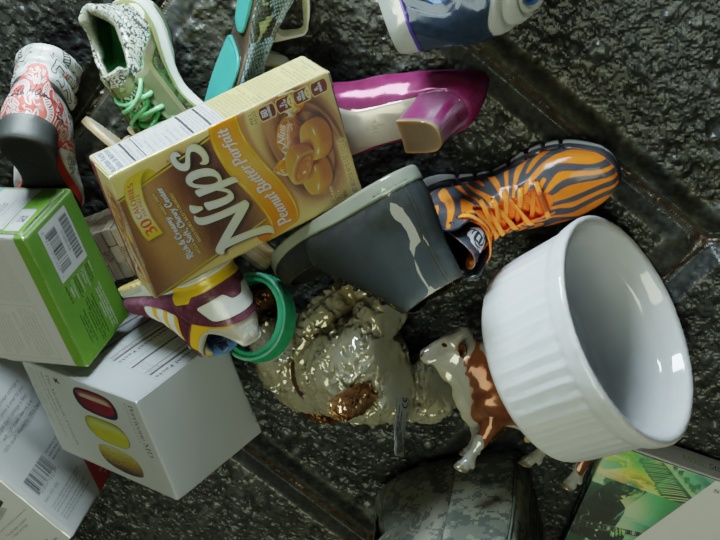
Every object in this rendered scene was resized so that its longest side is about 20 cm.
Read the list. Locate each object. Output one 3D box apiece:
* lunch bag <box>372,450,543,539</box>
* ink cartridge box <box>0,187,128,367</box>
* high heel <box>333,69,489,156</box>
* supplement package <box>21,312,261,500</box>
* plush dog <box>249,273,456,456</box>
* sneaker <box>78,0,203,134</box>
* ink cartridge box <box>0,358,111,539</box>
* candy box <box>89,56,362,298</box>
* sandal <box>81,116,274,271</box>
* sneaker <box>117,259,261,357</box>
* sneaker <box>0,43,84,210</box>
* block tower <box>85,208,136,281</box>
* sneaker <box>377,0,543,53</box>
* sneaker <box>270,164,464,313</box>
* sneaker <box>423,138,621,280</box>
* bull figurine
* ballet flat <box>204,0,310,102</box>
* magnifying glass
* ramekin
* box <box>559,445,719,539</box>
[{"bbox_3d":[0.082,0.273,1.397,0.166,0.201,0.141,-7,116,14],"label":"lunch bag"},{"bbox_3d":[-0.333,0.003,1.344,0.198,0.076,0.149,3,129,31],"label":"ink cartridge box"},{"bbox_3d":[0.011,-0.146,1.263,0.198,0.096,0.068,4,127,37],"label":"high heel"},{"bbox_3d":[-0.207,0.116,1.375,0.199,0.109,0.115,11,129,47],"label":"supplement package"},{"bbox_3d":[-0.029,0.087,1.357,0.170,0.161,0.201,-3,123,43],"label":"plush dog"},{"bbox_3d":[-0.185,-0.143,1.233,0.077,0.088,0.201,-34,77,24],"label":"sneaker"},{"bbox_3d":[-0.357,0.177,1.481,0.200,0.147,0.083,43,123,-11],"label":"ink cartridge box"},{"bbox_3d":[-0.105,-0.077,1.190,0.199,0.055,0.116,-28,122,-17],"label":"candy box"},{"bbox_3d":[-0.146,-0.093,1.322,0.211,0.078,0.070,40,93,-7],"label":"sandal"},{"bbox_3d":[-0.151,0.037,1.294,0.091,0.075,0.200,63,156,-8],"label":"sneaker"},{"bbox_3d":[-0.279,-0.124,1.329,0.066,0.109,0.202,8,159,0],"label":"sneaker"},{"bbox_3d":[-0.285,-0.009,1.406,0.198,0.054,0.058,-16,116,22],"label":"block tower"},{"bbox_3d":[0.072,-0.275,1.147,0.145,0.081,0.202,-14,113,12],"label":"sneaker"},{"bbox_3d":[0.000,0.000,1.234,0.200,0.074,0.107,-32,83,51],"label":"sneaker"},{"bbox_3d":[0.123,-0.042,1.245,0.198,0.112,0.078,-16,116,23],"label":"sneaker"},{"bbox_3d":[0.140,0.124,1.334,0.198,0.065,0.123,14,104,-18],"label":"bull figurine"},{"bbox_3d":[-0.081,-0.192,1.241,0.073,0.075,0.201,22,127,0],"label":"ballet flat"},{"bbox_3d":[-0.137,0.031,1.356,0.199,0.022,0.081,15,93,41],"label":"magnifying glass"},{"bbox_3d":[0.190,0.065,1.246,0.097,0.201,0.201,-25,112,34],"label":"ramekin"},{"bbox_3d":[0.276,0.253,1.428,0.143,0.036,0.202,18,122,3],"label":"box"}]
